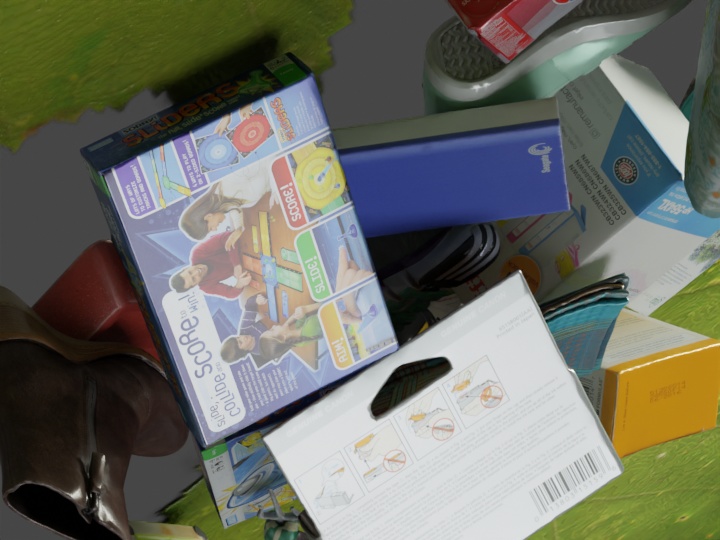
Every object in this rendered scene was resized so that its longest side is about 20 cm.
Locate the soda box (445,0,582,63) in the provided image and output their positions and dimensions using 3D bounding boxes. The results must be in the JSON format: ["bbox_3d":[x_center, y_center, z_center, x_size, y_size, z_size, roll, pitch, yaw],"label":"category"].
[{"bbox_3d":[0.131,-0.211,1.398,0.200,0.070,0.063,-39,159,10],"label":"soda box"}]

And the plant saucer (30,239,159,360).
[{"bbox_3d":[-0.159,0.059,1.597,0.200,0.037,0.200,-44,156,25],"label":"plant saucer"}]

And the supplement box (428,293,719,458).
[{"bbox_3d":[0.154,0.071,1.849,0.126,0.200,0.074,-12,113,-42],"label":"supplement box"}]

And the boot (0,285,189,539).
[{"bbox_3d":[-0.159,0.109,1.454,0.072,0.166,0.200,-36,136,17],"label":"boot"}]

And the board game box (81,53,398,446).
[{"bbox_3d":[-0.066,-0.010,1.432,0.135,0.034,0.200,-26,124,-13],"label":"board game box"}]

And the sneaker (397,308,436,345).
[{"bbox_3d":[-0.016,0.057,1.749,0.200,0.070,0.090,-18,156,-31],"label":"sneaker"}]

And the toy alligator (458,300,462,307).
[{"bbox_3d":[0.153,-0.029,1.843,0.200,0.059,0.054,-32,-160,0],"label":"toy alligator"}]

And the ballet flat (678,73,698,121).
[{"bbox_3d":[0.281,-0.142,1.777,0.075,0.068,0.200,-42,161,-27],"label":"ballet flat"}]

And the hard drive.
[{"bbox_3d":[0.026,-0.057,1.516,0.200,0.025,0.132,-8,158,5],"label":"hard drive"}]

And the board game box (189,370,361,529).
[{"bbox_3d":[-0.046,0.114,1.698,0.135,0.034,0.200,-22,161,-6],"label":"board game box"}]

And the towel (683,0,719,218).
[{"bbox_3d":[0.234,-0.153,1.528,0.048,0.200,0.171,5,160,5],"label":"towel"}]

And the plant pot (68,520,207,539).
[{"bbox_3d":[-0.175,0.303,1.879,0.181,0.199,0.200,-46,156,12],"label":"plant pot"}]

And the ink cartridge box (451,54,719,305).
[{"bbox_3d":[0.135,-0.038,1.686,0.200,0.129,0.125,-42,157,19],"label":"ink cartridge box"}]

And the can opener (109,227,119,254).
[{"bbox_3d":[-0.088,-0.004,1.534,0.200,0.067,0.053,38,67,-62],"label":"can opener"}]

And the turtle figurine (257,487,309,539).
[{"bbox_3d":[0.008,0.174,1.702,0.150,0.101,0.200,-22,178,16],"label":"turtle figurine"}]

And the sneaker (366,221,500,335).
[{"bbox_3d":[0.000,0.000,1.642,0.200,0.088,0.074,-34,160,23],"label":"sneaker"}]

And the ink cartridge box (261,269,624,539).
[{"bbox_3d":[0.049,0.113,1.575,0.200,0.044,0.174,-33,116,-9],"label":"ink cartridge box"}]

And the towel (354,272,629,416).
[{"bbox_3d":[0.080,0.069,1.648,0.200,0.022,0.147,-20,160,-13],"label":"towel"}]

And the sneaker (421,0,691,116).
[{"bbox_3d":[0.119,-0.141,1.531,0.200,0.074,0.118,-27,161,-17],"label":"sneaker"}]

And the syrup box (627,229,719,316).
[{"bbox_3d":[0.260,-0.058,1.888,0.200,0.081,0.079,-39,156,13],"label":"syrup box"}]
